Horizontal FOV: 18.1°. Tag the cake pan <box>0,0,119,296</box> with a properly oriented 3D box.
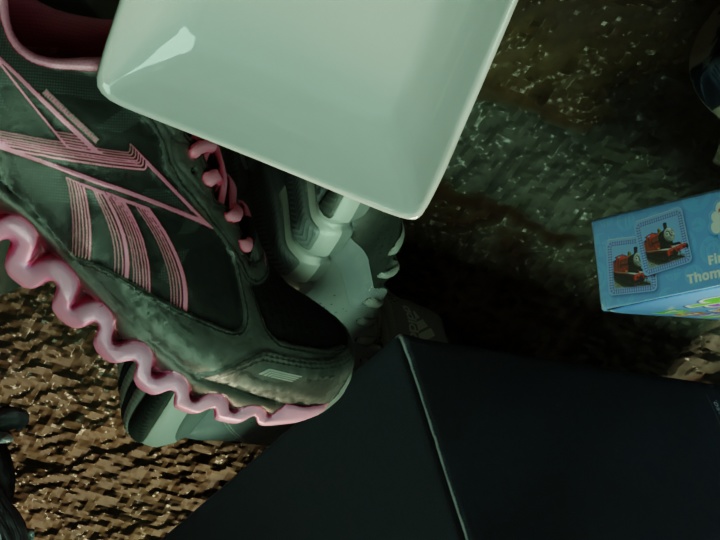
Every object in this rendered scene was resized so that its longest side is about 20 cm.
[{"bbox_3d":[-0.160,-0.058,0.746,0.198,0.037,0.201,-5,134,-5],"label":"cake pan"}]

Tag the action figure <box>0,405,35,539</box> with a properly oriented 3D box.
[{"bbox_3d":[-0.165,0.073,0.770,0.101,0.120,0.200,-19,168,-19],"label":"action figure"}]

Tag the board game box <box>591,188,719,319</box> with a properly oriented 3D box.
[{"bbox_3d":[0.199,-0.016,0.752,0.199,0.037,0.151,-14,169,34],"label":"board game box"}]

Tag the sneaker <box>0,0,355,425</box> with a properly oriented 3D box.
[{"bbox_3d":[-0.069,-0.031,0.699,0.199,0.079,0.096,37,103,-19],"label":"sneaker"}]

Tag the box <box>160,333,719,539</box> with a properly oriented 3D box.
[{"bbox_3d":[0.041,0.131,0.852,0.197,0.124,0.200,9,140,-42],"label":"box"}]

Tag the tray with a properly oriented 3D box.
[{"bbox_3d":[0.003,-0.116,0.622,0.107,0.022,0.201,21,121,-2],"label":"tray"}]

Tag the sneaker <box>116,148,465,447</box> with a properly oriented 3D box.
[{"bbox_3d":[0.000,0.000,0.812,0.115,0.076,0.200,13,139,-27],"label":"sneaker"}]

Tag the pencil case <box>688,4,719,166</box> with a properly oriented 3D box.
[{"bbox_3d":[0.155,-0.113,0.682,0.077,0.090,0.201,16,148,5],"label":"pencil case"}]
